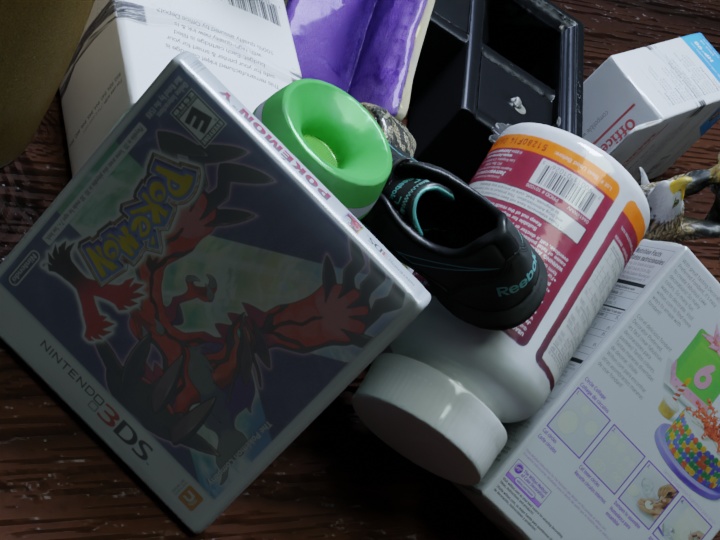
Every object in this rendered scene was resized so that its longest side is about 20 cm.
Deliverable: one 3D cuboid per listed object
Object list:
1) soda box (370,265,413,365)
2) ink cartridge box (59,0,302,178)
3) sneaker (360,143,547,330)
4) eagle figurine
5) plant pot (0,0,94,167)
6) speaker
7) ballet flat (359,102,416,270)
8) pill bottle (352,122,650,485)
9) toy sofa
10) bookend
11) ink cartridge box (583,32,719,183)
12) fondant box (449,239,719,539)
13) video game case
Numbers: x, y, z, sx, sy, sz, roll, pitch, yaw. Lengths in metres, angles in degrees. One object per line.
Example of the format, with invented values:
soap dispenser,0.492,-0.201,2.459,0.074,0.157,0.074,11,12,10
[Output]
soda box,0.032,0.023,1.323,0.201,0.068,0.063,51,35,10
ink cartridge box,-0.116,-0.130,1.311,0.144,0.084,0.201,18,42,-33
sneaker,0.022,-0.043,1.163,0.199,0.079,0.076,29,72,27
eagle figurine,0.176,-0.032,1.383,0.198,0.152,0.152,-13,44,-18
plant pot,-0.220,-0.191,1.167,0.185,0.200,0.187,27,37,-23
speaker,-0.068,-0.015,1.139,0.088,0.200,0.089,27,38,-23
ballet flat,0.000,0.000,1.250,0.075,0.067,0.202,23,75,-42
pill bottle,0.083,0.020,1.223,0.109,0.109,0.201,37,72,-11
toy sofa,-0.004,-0.195,1.403,0.082,0.097,0.202,26,73,-31
bookend,0.061,-0.150,1.509,0.199,0.092,0.200,31,37,-17
ink cartridge box,0.208,-0.117,1.606,0.067,0.116,0.199,53,35,12
fondant box,0.172,0.103,1.266,0.144,0.200,0.058,45,-10,-19
video game case,-0.090,0.016,1.085,0.182,0.200,0.023,45,26,0
